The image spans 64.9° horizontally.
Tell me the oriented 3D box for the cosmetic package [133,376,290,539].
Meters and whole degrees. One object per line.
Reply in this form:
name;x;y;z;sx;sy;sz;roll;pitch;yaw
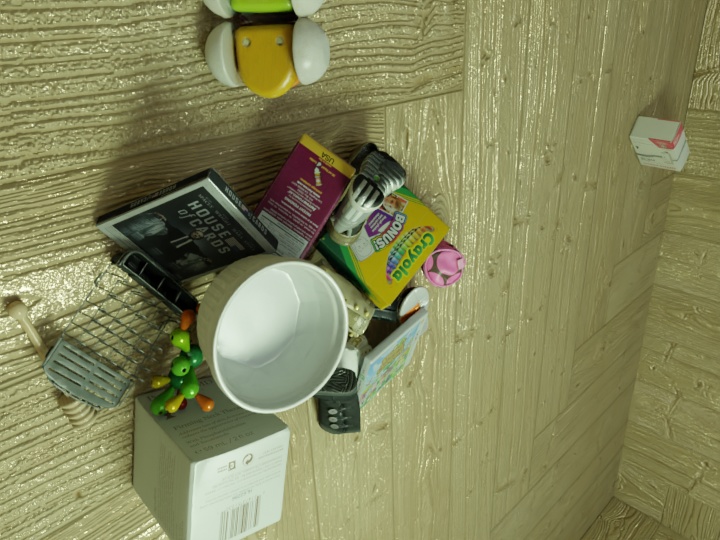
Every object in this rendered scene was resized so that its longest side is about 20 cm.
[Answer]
cosmetic package;-0.236;0.293;0.878;0.165;0.198;0.171;-8;112;-43

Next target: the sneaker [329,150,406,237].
sneaker;0.001;-0.120;0.929;0.116;0.075;0.200;-47;-179;33

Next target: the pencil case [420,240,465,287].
pencil case;0.172;-0.021;1.189;0.200;0.091;0.093;-71;159;-79

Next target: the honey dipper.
honey dipper;-0.411;0.128;0.753;0.038;0.038;0.204;-35;126;-31

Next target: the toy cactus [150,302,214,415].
toy cactus;-0.236;0.122;0.845;0.100;0.165;0.204;23;95;-5

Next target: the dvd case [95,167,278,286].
dvd case;-0.232;-0.050;0.767;0.151;0.196;0.025;50;33;-43

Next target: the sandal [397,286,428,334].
sandal;0.108;0.090;1.269;0.078;0.059;0.208;-33;149;-13

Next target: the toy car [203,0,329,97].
toy car;-0.122;-0.353;0.793;0.150;0.170;0.205;-61;152;-64

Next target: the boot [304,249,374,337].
boot;-0.052;0.056;0.945;0.073;0.155;0.200;-47;-174;19

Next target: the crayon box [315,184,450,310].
crayon box;0.044;-0.060;1.058;0.172;0.058;0.201;41;69;1

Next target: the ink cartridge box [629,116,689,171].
ink cartridge box;1.029;-0.433;1.944;0.199;0.145;0.084;32;84;-47

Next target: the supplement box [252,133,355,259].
supplement box;-0.106;-0.090;0.891;0.102;0.131;0.203;33;81;-10

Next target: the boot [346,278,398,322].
boot;0.000;0.000;1.104;0.196;0.076;0.172;14;78;-26

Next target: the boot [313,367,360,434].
boot;-0.078;0.253;1.114;0.202;0.161;0.067;85;19;-55

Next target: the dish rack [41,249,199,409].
dish rack;-0.331;0.089;0.787;0.154;0.054;0.203;52;57;-45

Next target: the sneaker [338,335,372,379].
sneaker;-0.038;0.160;1.133;0.116;0.073;0.202;-48;144;-24

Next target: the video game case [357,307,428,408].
video game case;0.062;0.193;1.219;0.199;0.022;0.184;-35;151;-38

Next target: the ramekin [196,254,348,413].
ramekin;-0.123;0.075;0.758;0.197;0.104;0.205;-11;110;-34

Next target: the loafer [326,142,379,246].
loafer;-0.011;-0.144;1.001;0.074;0.068;0.205;14;72;-6
